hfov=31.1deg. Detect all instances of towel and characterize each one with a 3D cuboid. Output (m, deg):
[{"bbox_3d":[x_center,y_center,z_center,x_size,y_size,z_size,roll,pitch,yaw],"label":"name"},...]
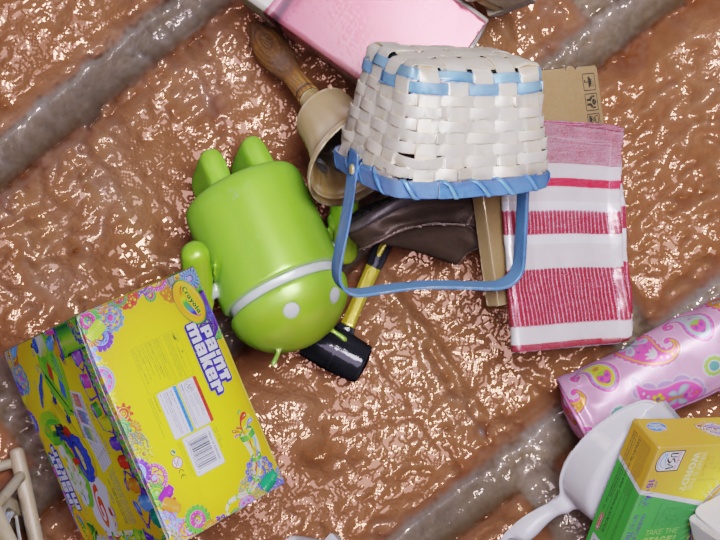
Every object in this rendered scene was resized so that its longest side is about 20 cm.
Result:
[{"bbox_3d":[0.185,-0.032,1.153,0.142,0.023,0.204,-2,89,-34],"label":"towel"}]

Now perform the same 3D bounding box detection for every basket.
[{"bbox_3d":[0.067,-0.078,1.043,0.174,0.139,0.203,-2,106,-26],"label":"basket"}]

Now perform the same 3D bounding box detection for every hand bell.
[{"bbox_3d":[-0.051,-0.163,1.160,0.104,0.104,0.201,-39,58,3],"label":"hand bell"}]

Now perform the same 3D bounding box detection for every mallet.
[{"bbox_3d":[0.000,0.000,1.216,0.065,0.041,0.203,17,88,3],"label":"mallet"}]

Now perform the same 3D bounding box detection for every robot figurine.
[{"bbox_3d":[-0.084,-0.016,1.163,0.173,0.116,0.202,-19,77,-25],"label":"robot figurine"}]

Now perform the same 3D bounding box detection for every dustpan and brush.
[{"bbox_3d":[0.210,0.197,1.161,0.200,0.057,0.140,-43,129,5],"label":"dustpan and brush"}]

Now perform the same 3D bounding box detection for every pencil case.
[{"bbox_3d":[0.280,0.095,1.186,0.198,0.087,0.088,-26,92,1],"label":"pencil case"}]

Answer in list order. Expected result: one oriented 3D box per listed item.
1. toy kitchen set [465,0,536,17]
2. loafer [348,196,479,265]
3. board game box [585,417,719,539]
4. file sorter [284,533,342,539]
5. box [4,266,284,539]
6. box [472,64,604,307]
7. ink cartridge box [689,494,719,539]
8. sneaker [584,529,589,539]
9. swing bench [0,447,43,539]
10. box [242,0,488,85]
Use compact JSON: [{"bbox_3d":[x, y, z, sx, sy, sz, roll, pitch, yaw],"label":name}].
[{"bbox_3d":[0.063,-0.312,1.167,0.178,0.163,0.203,-15,84,26],"label":"toy kitchen set"},{"bbox_3d":[0.079,-0.040,1.155,0.197,0.073,0.072,-12,90,-26],"label":"loafer"},{"bbox_3d":[0.303,0.202,1.143,0.197,0.040,0.155,1,119,-28],"label":"board game box"},{"bbox_3d":[-0.025,0.355,1.153,0.139,0.124,0.200,-47,67,4],"label":"file sorter"},{"bbox_3d":[-0.195,0.127,1.130,0.121,0.192,0.203,-24,93,-35],"label":"box"},{"bbox_3d":[0.165,-0.080,1.169,0.162,0.021,0.203,-10,93,-34],"label":"box"},{"bbox_3d":[0.383,0.279,1.118,0.143,0.084,0.203,-24,110,-13],"label":"ink cartridge box"},{"bbox_3d":[0.237,0.329,1.181,0.087,0.081,0.202,24,71,-7],"label":"sneaker"},{"bbox_3d":[-0.388,0.299,1.194,0.196,0.130,0.203,-16,98,1],"label":"swing bench"},{"bbox_3d":[0.003,-0.229,1.155,0.199,0.128,0.110,35,94,0],"label":"box"}]
